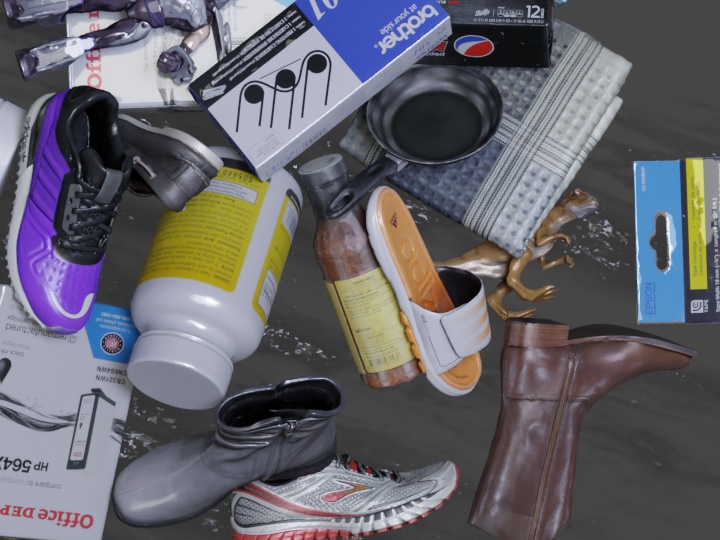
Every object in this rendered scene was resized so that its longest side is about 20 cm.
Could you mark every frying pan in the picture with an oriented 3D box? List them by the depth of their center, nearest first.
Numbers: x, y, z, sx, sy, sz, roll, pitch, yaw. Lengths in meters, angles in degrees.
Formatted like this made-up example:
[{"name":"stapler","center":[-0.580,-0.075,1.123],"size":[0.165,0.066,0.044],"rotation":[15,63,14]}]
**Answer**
[{"name":"frying pan","center":[0.052,-0.100,1.690],"size":[0.115,0.031,0.190],"rotation":[10,56,13]}]

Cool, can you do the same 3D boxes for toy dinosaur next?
[{"name":"toy dinosaur","center":[0.117,-0.007,1.768],"size":[0.200,0.060,0.106],"rotation":[-19,66,-10]}]

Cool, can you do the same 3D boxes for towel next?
[{"name":"towel","center":[0.109,-0.140,1.756],"size":[0.193,0.035,0.200],"rotation":[31,87,12]}]

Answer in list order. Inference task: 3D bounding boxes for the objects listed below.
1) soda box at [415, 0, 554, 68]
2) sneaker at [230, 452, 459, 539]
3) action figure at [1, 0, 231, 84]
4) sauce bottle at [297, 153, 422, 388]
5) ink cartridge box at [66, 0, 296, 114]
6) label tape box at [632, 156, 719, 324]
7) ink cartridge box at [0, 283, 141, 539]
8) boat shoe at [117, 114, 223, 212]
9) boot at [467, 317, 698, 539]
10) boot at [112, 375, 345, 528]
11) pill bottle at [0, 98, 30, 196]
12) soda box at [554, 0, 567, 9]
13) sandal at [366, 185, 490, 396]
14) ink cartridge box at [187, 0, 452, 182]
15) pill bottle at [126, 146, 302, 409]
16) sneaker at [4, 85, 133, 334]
[{"name":"soda box","center":[0.062,-0.216,1.717],"size":[0.200,0.071,0.063],"rotation":[3,64,8]},{"name":"sneaker","center":[-0.014,0.186,1.730],"size":[0.200,0.078,0.082],"rotation":[-10,89,-7]},{"name":"action figure","center":[-0.182,-0.206,1.638],"size":[0.200,0.069,0.130],"rotation":[-16,87,-8]},{"name":"sauce bottle","center":[0.000,0.000,1.716],"size":[0.066,0.066,0.200],"rotation":[-21,110,-6]},{"name":"ink cartridge box","center":[-0.145,-0.207,1.717],"size":[0.200,0.084,0.145],"rotation":[-2,90,-6]},{"name":"label tape box","center":[0.329,-0.027,1.778],"size":[0.200,0.063,0.144],"rotation":[-1,90,-6]},{"name":"ink cartridge box","center":[-0.271,0.117,1.669],"size":[0.146,0.084,0.200],"rotation":[12,87,-40]},{"name":"boat shoe","center":[-0.177,-0.084,1.654],"size":[0.067,0.200,0.057],"rotation":[42,77,-24]},{"name":"boot","center":[0.192,0.147,1.766],"size":[0.186,0.064,0.200],"rotation":[6,95,-14]},{"name":"boot","center":[-0.111,0.138,1.647],"size":[0.200,0.132,0.070],"rotation":[-21,68,-9]},{"name":"pill bottle","center":[-0.378,-0.128,1.676],"size":[0.200,0.114,0.114],"rotation":[25,87,-6]},{"name":"soda box","center":[0.098,-0.297,1.756],"size":[0.200,0.064,0.068],"rotation":[27,85,-4]},{"name":"sandal","center":[0.068,0.019,1.706],"size":[0.059,0.079,0.207],"rotation":[-9,122,30]},{"name":"ink cartridge box","center":[-0.032,-0.171,1.653],"size":[0.200,0.044,0.094],"rotation":[-38,77,-4]},{"name":"pill bottle","center":[-0.123,0.008,1.668],"size":[0.111,0.111,0.200],"rotation":[19,60,-6]},{"name":"sneaker","center":[-0.221,-0.053,1.599],"size":[0.070,0.099,0.200],"rotation":[9,75,-42]}]
